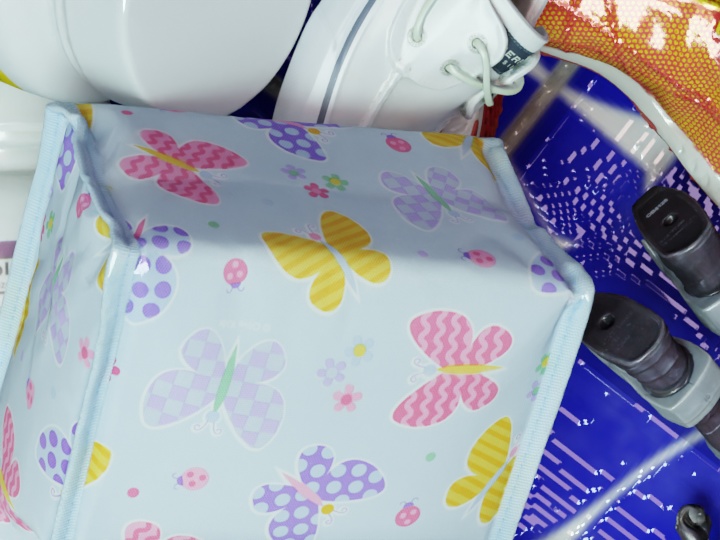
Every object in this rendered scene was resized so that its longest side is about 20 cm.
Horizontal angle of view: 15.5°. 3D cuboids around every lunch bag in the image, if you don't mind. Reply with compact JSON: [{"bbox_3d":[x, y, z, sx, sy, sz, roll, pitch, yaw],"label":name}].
[{"bbox_3d":[-0.034,0.059,0.881,0.169,0.127,0.201,5,122,-23],"label":"lunch bag"}]

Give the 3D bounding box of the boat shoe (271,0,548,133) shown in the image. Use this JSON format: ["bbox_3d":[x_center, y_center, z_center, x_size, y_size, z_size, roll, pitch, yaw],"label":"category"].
[{"bbox_3d":[0.033,-0.090,0.918,0.067,0.073,0.201,29,99,24],"label":"boat shoe"}]

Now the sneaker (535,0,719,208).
[{"bbox_3d":[0.112,-0.099,0.985,0.200,0.073,0.077,35,134,-9],"label":"sneaker"}]

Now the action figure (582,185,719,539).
[{"bbox_3d":[0.163,0.063,1.013,0.130,0.069,0.200,-48,117,-11],"label":"action figure"}]

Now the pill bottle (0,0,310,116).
[{"bbox_3d":[-0.119,-0.124,0.925,0.199,0.114,0.115,23,99,35],"label":"pill bottle"}]

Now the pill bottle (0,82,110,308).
[{"bbox_3d":[-0.130,0.028,0.986,0.112,0.112,0.201,-3,85,1],"label":"pill bottle"}]

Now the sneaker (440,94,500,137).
[{"bbox_3d":[0.000,0.000,1.011,0.077,0.073,0.201,13,90,11],"label":"sneaker"}]
